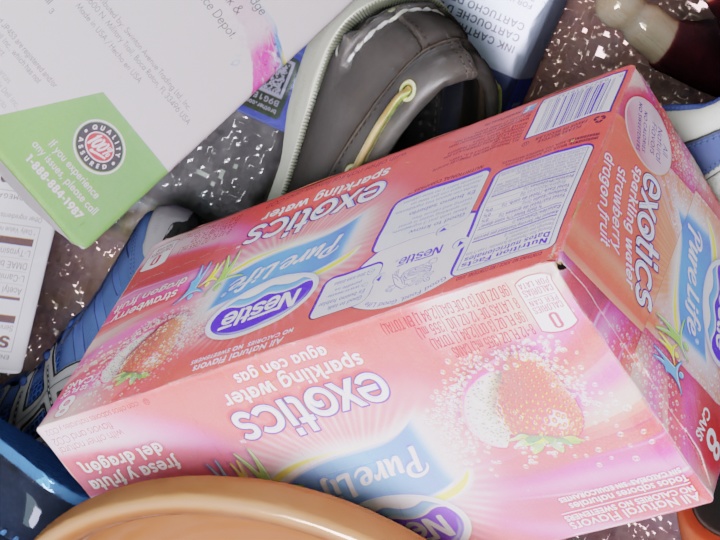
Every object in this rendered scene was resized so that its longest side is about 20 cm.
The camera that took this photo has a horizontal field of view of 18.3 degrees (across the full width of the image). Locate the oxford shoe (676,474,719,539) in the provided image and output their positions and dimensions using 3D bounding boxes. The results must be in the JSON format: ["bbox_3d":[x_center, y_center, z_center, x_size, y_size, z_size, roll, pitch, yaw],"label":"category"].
[{"bbox_3d":[0.213,0.091,0.788,0.199,0.071,0.073,-6,130,6],"label":"oxford shoe"}]

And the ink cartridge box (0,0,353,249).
[{"bbox_3d":[-0.062,-0.121,0.729,0.200,0.067,0.117,-43,122,-8],"label":"ink cartridge box"}]

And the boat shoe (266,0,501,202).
[{"bbox_3d":[0.000,0.000,0.784,0.061,0.072,0.202,50,137,46],"label":"boat shoe"}]

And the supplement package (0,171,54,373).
[{"bbox_3d":[-0.165,-0.078,0.796,0.109,0.114,0.201,9,102,-28],"label":"supplement package"}]

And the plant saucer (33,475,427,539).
[{"bbox_3d":[-0.021,0.139,0.700,0.200,0.037,0.201,11,127,14],"label":"plant saucer"}]

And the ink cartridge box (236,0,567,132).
[{"bbox_3d":[0.024,-0.131,0.805,0.119,0.042,0.200,25,104,9],"label":"ink cartridge box"}]

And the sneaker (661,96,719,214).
[{"bbox_3d":[0.162,-0.097,0.693,0.088,0.075,0.200,32,87,15],"label":"sneaker"}]

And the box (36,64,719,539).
[{"bbox_3d":[0.014,0.029,0.693,0.200,0.103,0.095,-19,117,33],"label":"box"}]

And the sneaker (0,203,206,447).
[{"bbox_3d":[-0.117,0.061,0.842,0.077,0.076,0.200,28,102,4],"label":"sneaker"}]

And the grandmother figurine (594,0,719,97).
[{"bbox_3d":[0.140,-0.106,0.756,0.121,0.061,0.200,-25,106,12],"label":"grandmother figurine"}]

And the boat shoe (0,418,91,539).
[{"bbox_3d":[-0.162,0.074,0.798,0.200,0.084,0.069,18,76,47],"label":"boat shoe"}]
